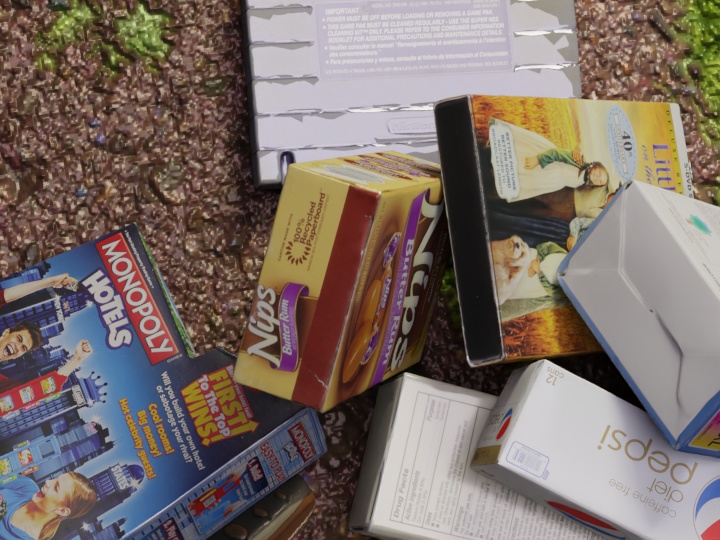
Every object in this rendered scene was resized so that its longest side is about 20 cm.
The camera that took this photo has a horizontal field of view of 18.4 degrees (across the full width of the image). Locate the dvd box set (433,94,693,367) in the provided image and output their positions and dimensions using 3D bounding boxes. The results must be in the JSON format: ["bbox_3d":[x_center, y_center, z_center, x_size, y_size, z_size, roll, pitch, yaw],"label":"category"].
[{"bbox_3d":[0.124,-0.024,1.259,0.199,0.029,0.147,-1,83,-47],"label":"dvd box set"}]

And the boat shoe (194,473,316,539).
[{"bbox_3d":[-0.107,0.185,1.238,0.200,0.076,0.074,-38,131,-15],"label":"boat shoe"}]

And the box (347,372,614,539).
[{"bbox_3d":[0.101,0.128,1.270,0.199,0.078,0.096,16,81,-7],"label":"box"}]

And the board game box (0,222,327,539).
[{"bbox_3d":[-0.131,0.083,1.219,0.199,0.062,0.201,-22,60,-5],"label":"board game box"}]

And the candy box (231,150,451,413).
[{"bbox_3d":[0.000,0.000,1.194,0.056,0.200,0.117,18,100,12],"label":"candy box"}]

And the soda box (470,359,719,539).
[{"bbox_3d":[0.164,0.122,1.207,0.199,0.068,0.064,28,79,-6],"label":"soda box"}]

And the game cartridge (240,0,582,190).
[{"bbox_3d":[0.031,-0.117,1.313,0.199,0.038,0.130,-3,80,-10],"label":"game cartridge"}]

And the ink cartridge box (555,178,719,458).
[{"bbox_3d":[0.220,0.038,1.227,0.199,0.076,0.137,12,37,-43],"label":"ink cartridge box"}]
